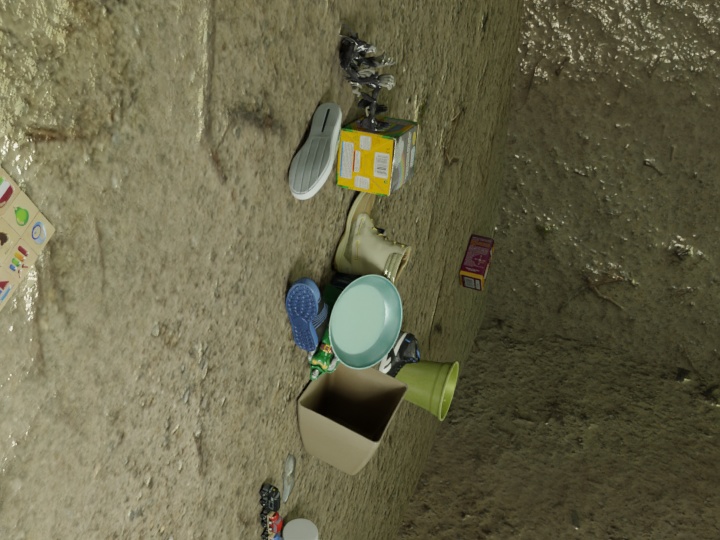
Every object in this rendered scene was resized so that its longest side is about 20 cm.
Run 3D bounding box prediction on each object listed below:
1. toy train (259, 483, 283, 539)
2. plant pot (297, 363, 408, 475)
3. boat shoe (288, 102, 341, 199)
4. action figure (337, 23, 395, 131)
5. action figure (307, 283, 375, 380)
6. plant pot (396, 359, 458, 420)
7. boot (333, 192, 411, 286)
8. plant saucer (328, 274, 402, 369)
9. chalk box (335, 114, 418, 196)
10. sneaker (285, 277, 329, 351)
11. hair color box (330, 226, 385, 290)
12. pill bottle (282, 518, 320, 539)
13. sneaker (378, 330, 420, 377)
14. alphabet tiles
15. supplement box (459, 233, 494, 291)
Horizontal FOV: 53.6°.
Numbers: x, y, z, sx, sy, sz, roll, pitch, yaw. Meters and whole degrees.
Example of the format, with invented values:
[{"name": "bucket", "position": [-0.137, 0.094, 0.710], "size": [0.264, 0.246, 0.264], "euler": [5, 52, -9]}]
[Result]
[{"name": "toy train", "position": [-0.186, 0.531, 1.513], "size": [0.034, 0.045, 0.202], "euler": [-50, 149, -53]}, {"name": "plant pot", "position": [-0.030, 0.342, 1.638], "size": [0.200, 0.198, 0.178], "euler": [-52, 162, -50]}, {"name": "boat shoe", "position": [-0.069, -0.205, 1.268], "size": [0.062, 0.071, 0.202], "euler": [66, 39, -59]}, {"name": "action figure", "position": [0.018, -0.370, 1.345], "size": [0.201, 0.101, 0.120], "euler": [72, 19, -48]}, {"name": "action figure", "position": [-0.061, 0.145, 1.533], "size": [0.055, 0.117, 0.202], "euler": [-13, 127, -85]}, {"name": "plant pot", "position": [0.212, 0.375, 2.378], "size": [0.200, 0.182, 0.203], "euler": [15, 90, -71]}, {"name": "boot", "position": [0.041, -0.074, 1.563], "size": [0.072, 0.153, 0.202], "euler": [52, 54, -68]}, {"name": "plant saucer", "position": [0.004, 0.105, 1.497], "size": [0.198, 0.036, 0.203], "euler": [-10, 107, -37]}, {"name": "chalk box", "position": [0.044, -0.251, 1.498], "size": [0.200, 0.122, 0.126], "euler": [-45, 144, -59]}, {"name": "sneaker", "position": [-0.100, 0.071, 1.402], "size": [0.201, 0.069, 0.078], "euler": [94, 17, -48]}, {"name": "hair color box", "position": [0.000, 0.000, 1.651], "size": [0.101, 0.060, 0.201], "euler": [84, 26, -48]}, {"name": "pill bottle", "position": [-0.141, 0.678, 1.656], "size": [0.111, 0.110, 0.202], "euler": [-48, 147, -55]}, {"name": "sneaker", "position": [0.120, 0.284, 2.146], "size": [0.073, 0.111, 0.203], "euler": [-14, 117, -69]}, {"name": "alphabet tiles", "position": [-0.366, -0.004, 0.627], "size": [0.168, 0.007, 0.201], "euler": [75, 34, -57]}, {"name": "supplement box", "position": [0.505, -0.034, 3.087], "size": [0.131, 0.102, 0.202], "euler": [64, 43, -63]}]
